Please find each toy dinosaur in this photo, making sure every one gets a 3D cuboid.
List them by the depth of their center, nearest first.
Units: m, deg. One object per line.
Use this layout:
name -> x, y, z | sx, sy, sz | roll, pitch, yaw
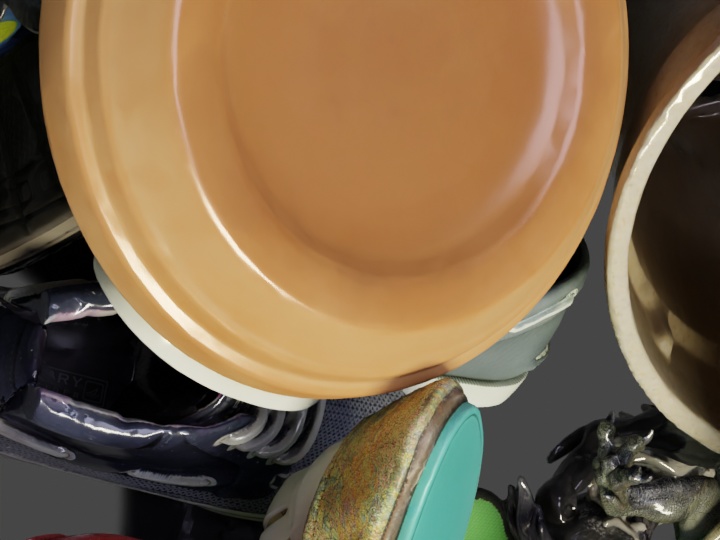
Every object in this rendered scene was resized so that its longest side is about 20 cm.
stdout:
toy dinosaur -> 0.118, 0.085, 0.862 | 0.199, 0.048, 0.088 | -12, 138, 7

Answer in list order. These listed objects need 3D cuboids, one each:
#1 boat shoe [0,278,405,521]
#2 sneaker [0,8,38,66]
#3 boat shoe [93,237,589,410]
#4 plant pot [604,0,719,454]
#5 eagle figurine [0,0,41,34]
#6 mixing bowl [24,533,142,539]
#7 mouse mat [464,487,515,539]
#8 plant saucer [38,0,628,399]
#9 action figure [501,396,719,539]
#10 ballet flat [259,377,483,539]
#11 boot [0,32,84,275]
boat shoe -> -0.039, 0.045, 0.865 | 0.200, 0.093, 0.075 | 7, 84, -28
sneaker -> -0.081, -0.146, 0.875 | 0.083, 0.071, 0.200 | 33, 79, 11
boat shoe -> 0.000, 0.000, 0.826 | 0.200, 0.062, 0.073 | 9, 42, -50
plant pot -> 0.156, -0.064, 0.906 | 0.200, 0.184, 0.201 | -6, 125, -9
eagle figurine -> -0.103, -0.189, 0.801 | 0.200, 0.152, 0.151 | 52, 32, -22
mixing bowl -> -0.095, 0.150, 0.791 | 0.200, 0.200, 0.108 | -31, 72, -26
mouse mat -> -0.014, 0.177, 0.921 | 0.200, 0.008, 0.161 | -16, 95, -27
plant saucer -> 0.004, -0.062, 0.757 | 0.200, 0.037, 0.201 | -4, 96, -34
action figure -> 0.125, 0.086, 0.948 | 0.200, 0.102, 0.119 | -44, 122, -26
ballet flat -> 0.000, 0.097, 0.840 | 0.070, 0.200, 0.071 | -1, 52, 1
boot -> -0.031, -0.043, 0.871 | 0.200, 0.073, 0.151 | -37, 145, 12
